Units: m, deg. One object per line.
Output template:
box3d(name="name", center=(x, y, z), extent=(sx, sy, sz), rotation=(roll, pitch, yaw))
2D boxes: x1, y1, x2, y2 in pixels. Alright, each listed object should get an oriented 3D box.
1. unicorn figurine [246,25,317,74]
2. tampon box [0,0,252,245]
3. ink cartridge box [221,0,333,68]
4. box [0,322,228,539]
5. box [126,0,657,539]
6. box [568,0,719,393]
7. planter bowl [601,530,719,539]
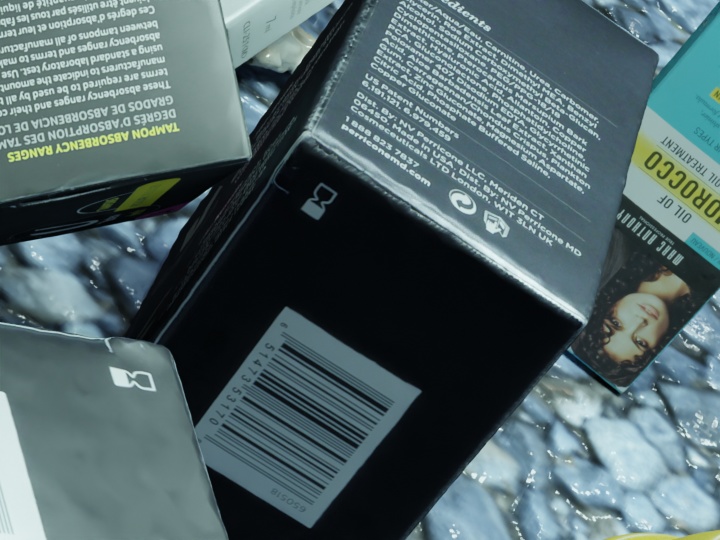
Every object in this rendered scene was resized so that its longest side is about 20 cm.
box3d(name="unicorn figurine", center=(0.020, -0.078, 1.180), extent=(0.200, 0.074, 0.137), rotation=(-2, 38, -2))
box3d(name="tampon box", center=(-0.126, -0.113, 0.887), extent=(0.126, 0.150, 0.200), rotation=(-11, 88, -13))
box3d(name="ink cartridge box", center=(-0.064, -0.205, 1.197), extent=(0.174, 0.044, 0.200), rotation=(-37, 69, -24))
box3d(name="box", center=(-0.163, 0.111, 0.691), extent=(0.197, 0.200, 0.117), rotation=(11, 41, -34))
box3d(name="box", center=(0.000, 0.000, 0.964), extent=(0.117, 0.197, 0.200), rotation=(33, 34, -8))
box3d(name="box", center=(0.148, -0.042, 1.161), extent=(0.082, 0.200, 0.049), rotation=(38, 33, 0))
box3d(name="planter bowl", center=(0.157, 0.164, 1.028), extent=(0.200, 0.083, 0.200), rotation=(25, 36, -19))
